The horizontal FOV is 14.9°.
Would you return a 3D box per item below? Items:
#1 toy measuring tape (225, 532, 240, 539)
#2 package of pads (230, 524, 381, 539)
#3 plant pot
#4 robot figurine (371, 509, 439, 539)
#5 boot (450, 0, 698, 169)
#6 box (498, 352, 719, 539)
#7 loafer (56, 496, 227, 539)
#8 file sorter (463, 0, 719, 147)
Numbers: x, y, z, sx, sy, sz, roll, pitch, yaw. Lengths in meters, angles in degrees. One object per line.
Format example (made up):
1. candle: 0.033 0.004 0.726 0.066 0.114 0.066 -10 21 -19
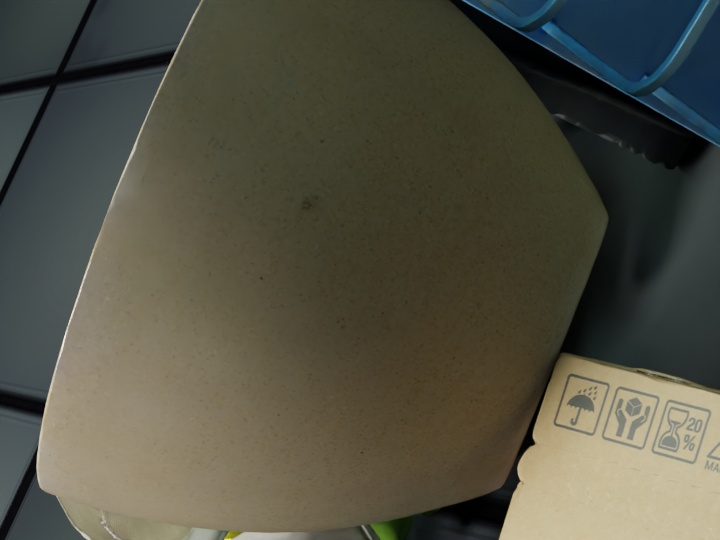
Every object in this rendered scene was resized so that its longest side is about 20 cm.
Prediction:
1. toy measuring tape: -0.039 0.133 1.204 0.200 0.073 0.074 106 179 -59
2. package of pads: -0.075 0.154 0.960 0.200 0.068 0.155 -33 -6 -7
3. plant pot: 0.000 0.000 0.863 0.200 0.134 0.201 21 -90 -87
4. robot figurine: 0.018 0.006 1.111 0.176 0.115 0.201 128 161 -59
5. boot: 0.084 -0.148 1.030 0.169 0.200 0.076 -61 26 12
6. box: 0.108 0.119 0.744 0.200 0.021 0.164 14 83 43
7. loafer: -0.080 0.070 1.039 0.075 0.070 0.200 -55 8 -25
8. file sorter: 0.110 -0.126 0.935 0.139 0.199 0.123 -59 23 8
